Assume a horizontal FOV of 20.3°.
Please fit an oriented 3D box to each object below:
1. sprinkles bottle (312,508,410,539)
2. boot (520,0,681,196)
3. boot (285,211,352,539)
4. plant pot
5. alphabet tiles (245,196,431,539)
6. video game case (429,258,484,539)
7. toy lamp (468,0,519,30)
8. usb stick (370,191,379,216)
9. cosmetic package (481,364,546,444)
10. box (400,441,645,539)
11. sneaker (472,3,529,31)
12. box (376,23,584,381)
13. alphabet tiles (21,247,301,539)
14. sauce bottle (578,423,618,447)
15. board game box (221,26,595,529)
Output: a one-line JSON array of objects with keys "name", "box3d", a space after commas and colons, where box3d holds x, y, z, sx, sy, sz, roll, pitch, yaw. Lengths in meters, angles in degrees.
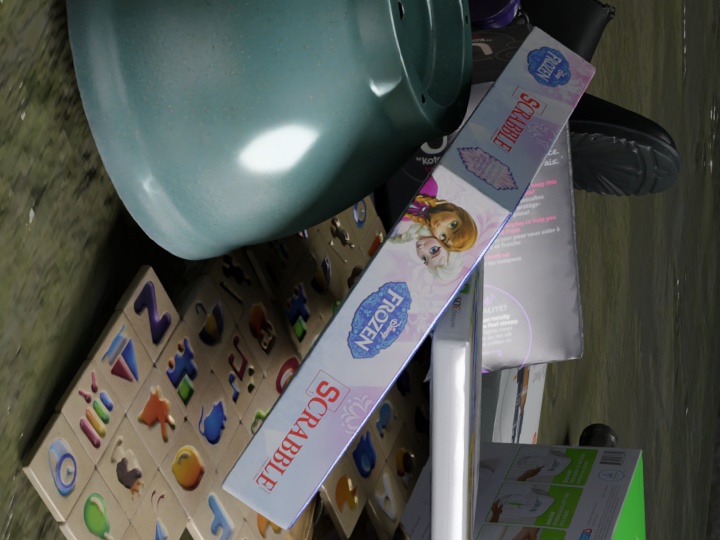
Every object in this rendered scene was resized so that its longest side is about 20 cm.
[{"name": "sprinkles bottle", "box3d": [0.003, 0.183, 1.122, 0.200, 0.068, 0.068, -108, -162, -84]}, {"name": "boot", "box3d": [0.162, -0.146, 1.549, 0.073, 0.198, 0.163, 75, 28, -52]}, {"name": "boot", "box3d": [-0.029, 0.083, 1.121, 0.175, 0.066, 0.200, 55, 37, -45]}, {"name": "plant pot", "box3d": [-0.027, -0.111, 0.918, 0.200, 0.134, 0.201, -6, 90, -69]}, {"name": "alphabet tiles", "box3d": [-0.006, 0.042, 1.097, 0.200, 0.006, 0.166, 66, 31, -27]}, {"name": "video game case", "box3d": [0.055, 0.083, 1.149, 0.182, 0.022, 0.200, -78, 169, -63]}, {"name": "toy lamp", "box3d": [0.062, -0.200, 1.265, 0.200, 0.058, 0.058, 37, 56, -68]}, {"name": "usb stick", "box3d": [0.000, 0.000, 1.265, 0.055, 0.033, 0.200, -63, 149, -61]}, {"name": "cosmetic package", "box3d": [0.103, 0.117, 1.579, 0.200, 0.052, 0.151, -21, 121, -73]}, {"name": "box", "box3d": [0.087, 0.193, 1.324, 0.200, 0.176, 0.097, -54, 142, -64]}, {"name": "sneaker", "box3d": [0.074, -0.151, 1.413, 0.200, 0.071, 0.098, -48, 160, -69]}, {"name": "box", "box3d": [0.070, -0.044, 1.296, 0.106, 0.122, 0.200, -107, -170, -64]}, {"name": "alphabet tiles", "box3d": [-0.077, 0.081, 0.941, 0.167, 0.008, 0.200, 63, 34, -31]}, {"name": "sauce bottle", "box3d": [0.229, 0.220, 2.037, 0.200, 0.065, 0.065, -56, 144, -62]}, {"name": "board game box", "box3d": [0.027, -0.001, 0.955, 0.200, 0.041, 0.200, -56, 180, 30]}]
